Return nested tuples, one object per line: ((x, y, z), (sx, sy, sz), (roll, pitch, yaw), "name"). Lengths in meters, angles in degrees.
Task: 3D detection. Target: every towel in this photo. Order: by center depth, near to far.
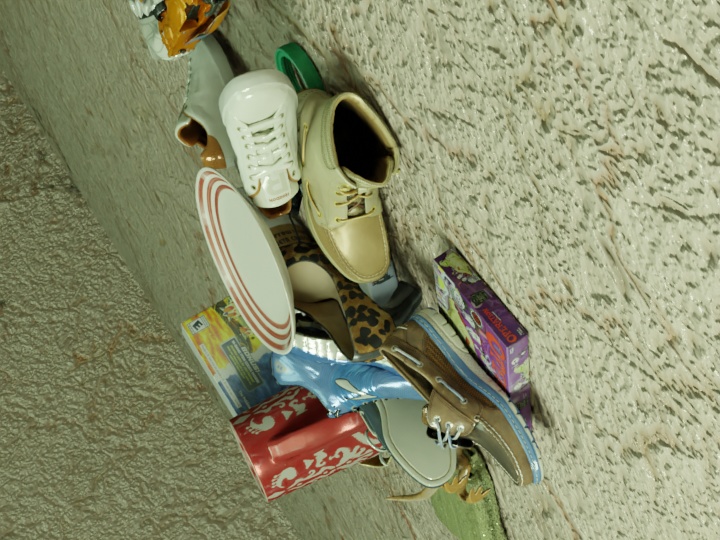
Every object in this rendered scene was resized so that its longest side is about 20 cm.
((0.115, 0.251, 1.810), (0.148, 0.036, 0.200), (43, 156, 49), "towel")

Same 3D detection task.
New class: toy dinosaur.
((0.093, 0.211, 1.708), (0.106, 0.060, 0.200), (-118, 36, -48), "toy dinosaur")

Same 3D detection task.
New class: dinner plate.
((-0.108, -0.012, 1.550), (0.200, 0.024, 0.200), (51, 157, 31), "dinner plate")

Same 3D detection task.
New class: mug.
((-0.047, 0.172, 1.857), (0.134, 0.200, 0.178), (61, 171, 28), "mug")

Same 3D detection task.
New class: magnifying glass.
((-0.057, -0.158, 1.618), (0.080, 0.022, 0.200), (53, 166, 27), "magnifying glass")

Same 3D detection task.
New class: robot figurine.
((-0.168, -0.305, 1.542), (0.145, 0.058, 0.200), (58, 146, 10), "robot figurine")

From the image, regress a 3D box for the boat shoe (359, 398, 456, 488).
((0.035, 0.153, 1.659), (0.200, 0.075, 0.062), (52, 155, 27), "boat shoe")

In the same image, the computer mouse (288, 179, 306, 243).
((-0.065, -0.062, 1.722), (0.059, 0.034, 0.200), (93, 165, -62), "computer mouse")

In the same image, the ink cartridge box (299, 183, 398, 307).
((0.000, 0.000, 1.700), (0.119, 0.042, 0.200), (45, 157, 46), "ink cartridge box")

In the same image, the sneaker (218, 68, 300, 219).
((-0.082, -0.113, 1.462), (0.200, 0.073, 0.085), (85, 165, -67), "sneaker")

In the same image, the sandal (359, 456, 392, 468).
((0.018, 0.222, 2.034), (0.078, 0.070, 0.212), (64, 166, -14), "sandal")

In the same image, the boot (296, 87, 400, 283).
((-0.003, -0.075, 1.480), (0.155, 0.073, 0.200), (-162, 53, -71), "boot")

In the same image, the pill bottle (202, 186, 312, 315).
((-0.105, -0.004, 1.918), (0.200, 0.114, 0.114), (53, 165, 26), "pill bottle")

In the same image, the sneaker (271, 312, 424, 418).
((0.003, 0.108, 1.612), (0.079, 0.200, 0.089), (-56, -22, -67), "sneaker")

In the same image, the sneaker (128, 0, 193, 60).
((-0.199, -0.274, 1.733), (0.200, 0.075, 0.081), (-169, 70, -70), "sneaker")

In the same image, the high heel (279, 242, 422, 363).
((-0.050, 0.033, 1.570), (0.200, 0.143, 0.072), (13, 119, 15), "high heel")

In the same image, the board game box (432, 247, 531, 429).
((0.116, 0.079, 1.473), (0.120, 0.032, 0.200), (47, 161, 32), "board game box")

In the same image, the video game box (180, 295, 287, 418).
((-0.099, 0.107, 1.981), (0.200, 0.182, 0.047), (56, 165, 15), "video game box")

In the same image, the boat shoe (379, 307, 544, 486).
((0.091, 0.128, 1.452), (0.200, 0.072, 0.072), (51, 164, 29), "boat shoe")

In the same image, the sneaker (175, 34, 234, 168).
((-0.181, -0.197, 1.792), (0.073, 0.085, 0.200), (80, 168, -54), "sneaker")
